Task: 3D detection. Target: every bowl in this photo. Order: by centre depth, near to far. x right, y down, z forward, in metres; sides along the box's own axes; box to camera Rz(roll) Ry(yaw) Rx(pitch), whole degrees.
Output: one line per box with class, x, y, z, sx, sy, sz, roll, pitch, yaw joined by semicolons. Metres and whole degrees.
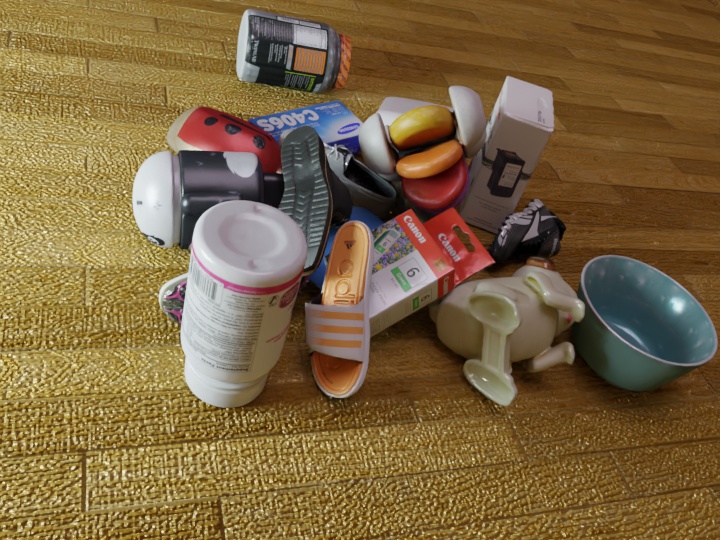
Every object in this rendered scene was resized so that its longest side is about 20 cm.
bowl;0.374;0.086;0.961;0.195;0.107;0.204;13;40;-11

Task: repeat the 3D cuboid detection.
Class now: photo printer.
photo printer;0.101;-0.240;1.183;0.161;0.071;0.201;12;24;4

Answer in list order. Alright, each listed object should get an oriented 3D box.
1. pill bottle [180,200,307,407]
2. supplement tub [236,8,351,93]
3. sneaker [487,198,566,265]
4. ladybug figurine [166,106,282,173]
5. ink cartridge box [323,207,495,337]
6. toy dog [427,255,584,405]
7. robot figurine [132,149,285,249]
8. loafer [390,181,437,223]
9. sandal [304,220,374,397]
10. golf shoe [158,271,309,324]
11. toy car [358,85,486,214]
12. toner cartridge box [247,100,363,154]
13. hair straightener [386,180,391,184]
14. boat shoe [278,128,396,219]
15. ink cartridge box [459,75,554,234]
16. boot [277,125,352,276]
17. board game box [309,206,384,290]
pill bottle;-0.127;0.041;0.717;0.110;0.203;0.115;11;40;-10
supplement tub;-0.122;-0.395;1.263;0.194;0.124;0.124;5;42;-19
sneaker;0.271;-0.051;1.097;0.090;0.068;0.199;35;39;20
ladybug figurine;-0.191;-0.183;1.013;0.196;0.074;0.136;25;20;12
ink cartridge box;0.063;-0.013;0.875;0.197;0.051;0.110;-29;60;-11
toy dog;0.204;0.062;0.913;0.197;0.144;0.192;-19;20;-36
robot figurine;-0.191;-0.088;0.892;0.194;0.151;0.128;-1;57;-18
loafer;0.101;-0.073;1.045;0.068;0.071;0.203;-6;46;-16
sandal;-0.031;0.037;0.801;0.077;0.059;0.213;-4;73;29
golf shoe;-0.161;0.015;0.843;0.197;0.075;0.091;-14;30;-42
toy car;0.099;-0.155;0.973;0.170;0.154;0.200;-17;-2;11
toner cartridge box;-0.083;-0.220;1.131;0.197;0.044;0.095;-24;60;-41
hair straightener;0.109;-0.165;1.183;0.196;0.042;0.077;-10;49;-38
boat shoe;-0.032;-0.152;1.037;0.199;0.068;0.073;41;49;-6
ink cartridge box;0.235;-0.188;1.128;0.082;0.203;0.146;19;39;-1
boot;-0.045;-0.065;0.893;0.075;0.139;0.205;-9;61;21
board game box;0.000;0.000;0.946;0.199;0.039;0.157;39;53;20
